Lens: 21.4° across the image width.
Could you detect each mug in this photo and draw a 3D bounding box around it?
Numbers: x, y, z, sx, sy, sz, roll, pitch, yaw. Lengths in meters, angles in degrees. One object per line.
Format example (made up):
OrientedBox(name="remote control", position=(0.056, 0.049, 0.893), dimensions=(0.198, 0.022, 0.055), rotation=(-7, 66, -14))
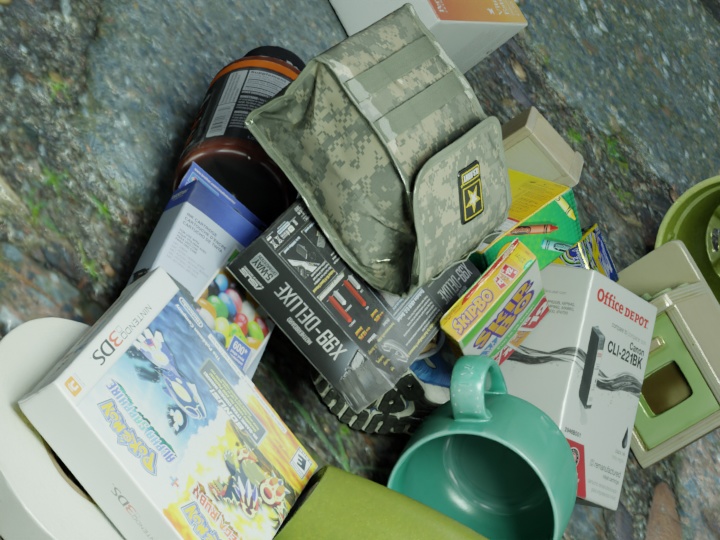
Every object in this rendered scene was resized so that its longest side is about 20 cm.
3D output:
OrientedBox(name="mug", position=(0.114, 0.168, 1.602), dimensions=(0.151, 0.186, 0.114), rotation=(33, 27, 5))

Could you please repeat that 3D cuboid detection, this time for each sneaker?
OrientedBox(name="sneaker", position=(0.030, 0.098, 1.673), dimensions=(0.199, 0.079, 0.089), rotation=(29, 20, -32))

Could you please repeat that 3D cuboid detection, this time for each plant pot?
OrientedBox(name="plant pot", position=(0.019, 0.246, 1.423), dimensions=(0.200, 0.187, 0.187), rotation=(40, 32, -4))
OrientedBox(name="plant pot", position=(0.468, -0.025, 2.298), dimensions=(0.201, 0.200, 0.184), rotation=(57, 20, 4))

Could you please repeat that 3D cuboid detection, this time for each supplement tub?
OrientedBox(name="supplement tub", position=(-0.094, -0.115, 1.659), dimensions=(0.107, 0.107, 0.201), rotation=(43, 32, -20))

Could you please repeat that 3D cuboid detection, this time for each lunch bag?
OrientedBox(name="lunch bag", position=(0.032, -0.090, 1.526), dimensions=(0.201, 0.117, 0.164), rotation=(54, 38, 0))

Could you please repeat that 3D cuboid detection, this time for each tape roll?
OrientedBox(name="tape roll", position=(-0.197, 0.129, 1.349), dimensions=(0.202, 0.037, 0.204), rotation=(36, 36, -31))

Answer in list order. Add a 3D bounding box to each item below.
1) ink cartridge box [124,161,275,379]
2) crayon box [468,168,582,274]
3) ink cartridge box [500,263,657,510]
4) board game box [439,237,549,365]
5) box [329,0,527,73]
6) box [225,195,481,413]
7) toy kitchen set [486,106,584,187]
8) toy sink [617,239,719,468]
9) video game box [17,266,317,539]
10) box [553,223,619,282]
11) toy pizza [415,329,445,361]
OrientedBox(name="ink cartridge box", position=(-0.120, 0.017, 1.507), dimensions=(0.119, 0.042, 0.201), rotation=(40, 50, -23))
OrientedBox(name="crayon box", position=(0.087, -0.046, 1.728), dimensions=(0.118, 0.199, 0.059), rotation=(-35, 125, -29))
OrientedBox(name="ink cartridge box", position=(0.192, 0.106, 1.758), dimensions=(0.144, 0.083, 0.202), rotation=(25, 74, -53))
OrientedBox(name="board game box", position=(0.115, 0.038, 1.611), dimensions=(0.030, 0.096, 0.200), rotation=(41, -5, 19))
OrientedBox(name="box", position=(0.064, -0.300, 2.053), dimensions=(0.199, 0.106, 0.153), rotation=(-11, 69, -57))
OrientedBox(name="box", position=(0.000, 0.000, 1.552), dimensions=(0.158, 0.050, 0.200), rotation=(48, 36, -5))
OrientedBox(name="toy kitchen set", position=(0.170, -0.099, 1.936), dimensions=(0.163, 0.180, 0.201), rotation=(45, 36, -18))
OrientedBox(name="toy sink", position=(0.316, 0.086, 2.015), dimensions=(0.112, 0.130, 0.201), rotation=(-12, 71, -57))
OrientedBox(name="video game box", position=(-0.132, 0.120, 1.366), dimensions=(0.201, 0.047, 0.182), rotation=(52, 33, -11))
OrientedBox(name="box", position=(0.219, 0.002, 1.961), dimensions=(0.071, 0.064, 0.200), rotation=(67, 14, -1))
OrientedBox(name="toy pizza", position=(-0.013, 0.010, 1.644), dimensions=(0.199, 0.032, 0.201), rotation=(22, 24, -10))
